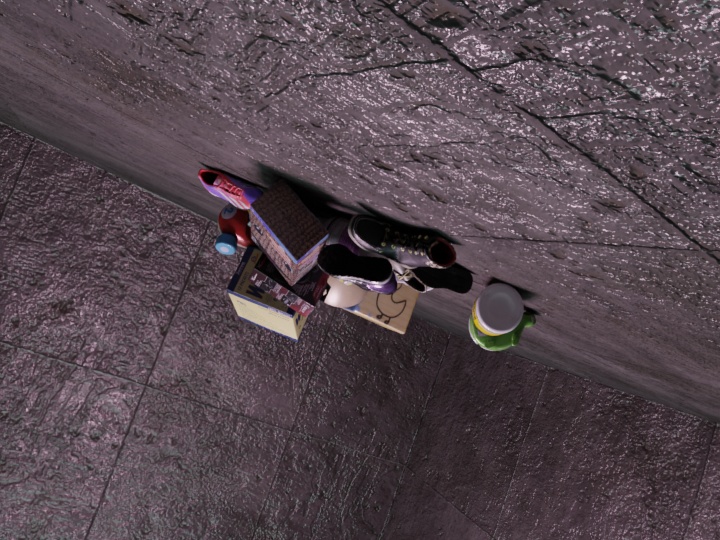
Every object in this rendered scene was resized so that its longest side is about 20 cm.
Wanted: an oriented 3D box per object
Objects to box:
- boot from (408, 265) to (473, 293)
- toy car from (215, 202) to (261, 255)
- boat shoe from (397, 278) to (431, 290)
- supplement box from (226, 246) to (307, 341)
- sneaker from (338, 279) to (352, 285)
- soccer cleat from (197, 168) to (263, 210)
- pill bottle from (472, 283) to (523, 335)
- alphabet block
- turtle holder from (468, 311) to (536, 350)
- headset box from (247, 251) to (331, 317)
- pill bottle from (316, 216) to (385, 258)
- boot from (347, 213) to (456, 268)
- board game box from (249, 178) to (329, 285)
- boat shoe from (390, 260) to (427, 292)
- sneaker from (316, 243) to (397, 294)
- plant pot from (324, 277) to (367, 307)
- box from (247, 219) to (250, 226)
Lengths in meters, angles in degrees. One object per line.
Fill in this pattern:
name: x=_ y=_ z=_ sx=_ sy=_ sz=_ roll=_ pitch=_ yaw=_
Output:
boot: x=0.161 y=-0.002 z=1.362 sx=0.196 sy=0.080 sz=0.137 roll=27 pitch=178 yaw=-30
toy car: x=-0.292 y=-0.149 z=1.564 sx=0.173 sy=0.190 sz=0.198 roll=25 pitch=145 yaw=-26
boat shoe: x=0.158 y=0.014 z=1.600 sx=0.064 sy=0.077 sz=0.198 roll=6 pitch=-171 yaw=-36
supplement box: x=-0.241 y=0.069 z=1.546 sx=0.194 sy=0.138 sz=0.202 roll=19 pitch=155 yaw=8
sneaker: x=0.000 y=0.000 z=1.460 sx=0.101 sy=0.079 sz=0.200 roll=5 pitch=-178 yaw=-12
soccer cleat: x=-0.337 y=-0.212 z=1.444 sx=0.195 sy=0.070 sz=0.073 roll=23 pitch=172 yaw=25
pill bottle: x=0.334 y=0.101 z=1.382 sx=0.111 sy=0.118 sz=0.200 roll=21 pitch=174 yaw=10
alphabet block: x=0.062 y=0.073 z=1.846 sx=0.195 sy=0.202 sz=0.196 roll=23 pitch=177 yaw=-19
turtle holder: x=0.386 y=0.139 z=1.550 sx=0.143 sy=0.183 sz=0.132 roll=53 pitch=178 yaw=7
headset box: x=-0.162 y=0.005 z=1.407 sx=0.196 sy=0.152 sz=0.077 roll=33 pitch=147 yaw=-11
pill bottle: x=-0.032 y=-0.064 z=1.332 sx=0.195 sy=0.116 sz=0.112 roll=19 pitch=174 yaw=34
boot: x=0.086 y=-0.060 z=1.131 sx=0.199 sy=0.076 sz=0.152 roll=26 pitch=169 yaw=-29
board game box: x=-0.166 y=-0.080 z=1.268 sx=0.160 sy=0.096 sz=0.200 roll=48 pitch=161 yaw=6
boat shoe: x=0.123 y=-0.002 z=1.437 sx=0.070 sy=0.063 sz=0.200 roll=-12 pitch=153 yaw=31
sneaker: x=-0.009 y=0.009 z=1.224 sx=0.195 sy=0.077 sz=0.088 roll=19 pitch=157 yaw=31
plant pot: x=-0.051 y=-0.017 z=1.628 sx=0.194 sy=0.204 sz=0.136 roll=22 pitch=140 yaw=-1
box: x=-0.182 y=-0.097 z=1.460 sx=0.199 sy=0.042 sz=0.154 roll=43 pitch=143 yaw=-18
